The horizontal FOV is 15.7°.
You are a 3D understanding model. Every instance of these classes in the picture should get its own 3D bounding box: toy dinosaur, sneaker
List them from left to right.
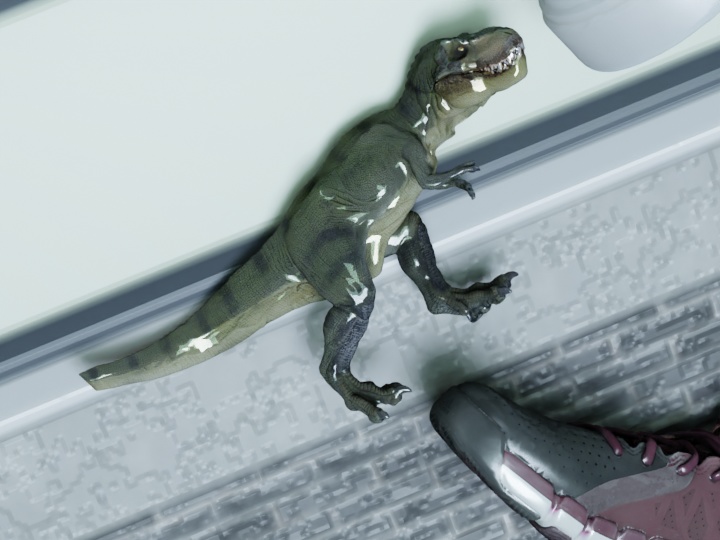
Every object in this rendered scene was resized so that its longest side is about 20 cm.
[{"bbox_3d":[0.000,0.000,0.952,0.200,0.047,0.088,-43,96,5],"label":"toy dinosaur"},{"bbox_3d":[0.124,0.065,0.990,0.200,0.076,0.116,34,93,-30],"label":"sneaker"}]

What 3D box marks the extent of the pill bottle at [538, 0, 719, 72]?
[{"bbox_3d":[0.048,-0.168,0.868,0.116,0.116,0.200,-43,110,4],"label":"pill bottle"}]
